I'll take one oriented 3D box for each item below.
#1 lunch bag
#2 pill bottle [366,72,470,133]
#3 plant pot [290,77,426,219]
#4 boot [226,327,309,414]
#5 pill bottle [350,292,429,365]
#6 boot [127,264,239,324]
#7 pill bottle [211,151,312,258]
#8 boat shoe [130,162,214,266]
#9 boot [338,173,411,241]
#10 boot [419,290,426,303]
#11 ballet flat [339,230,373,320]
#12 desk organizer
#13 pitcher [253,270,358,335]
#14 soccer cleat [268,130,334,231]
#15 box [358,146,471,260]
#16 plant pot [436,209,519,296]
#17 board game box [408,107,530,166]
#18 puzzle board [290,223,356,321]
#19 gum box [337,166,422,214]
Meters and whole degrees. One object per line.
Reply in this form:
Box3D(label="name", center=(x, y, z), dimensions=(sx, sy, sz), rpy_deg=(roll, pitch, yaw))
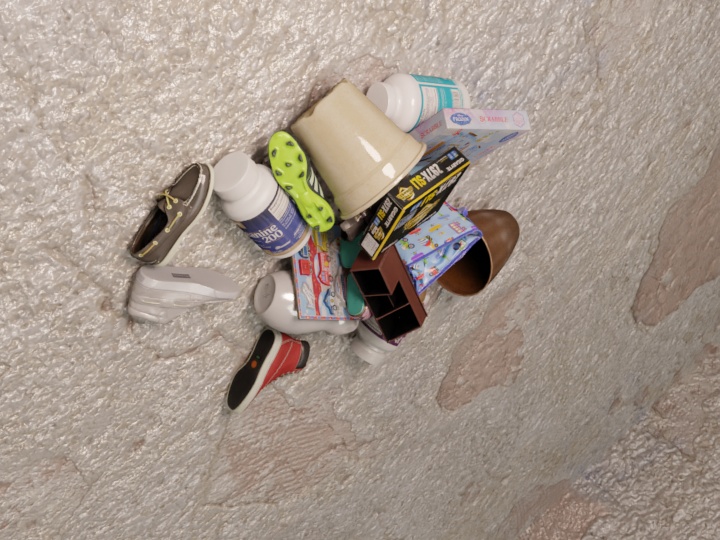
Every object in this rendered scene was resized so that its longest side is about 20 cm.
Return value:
Box3D(label="lunch bag", center=(0.139, -0.074, 1.544), dimensions=(0.199, 0.150, 0.095), rpy_deg=(-36, 138, -13))
Box3D(label="pill bottle", center=(0.107, -0.315, 1.434), dimensions=(0.198, 0.111, 0.112), rpy_deg=(-5, 123, -38))
Box3D(label="plant pot", center=(-0.016, -0.225, 1.322), dimensions=(0.200, 0.200, 0.184), rpy_deg=(-43, 104, -6))
Box3D(label="boot", center=(-0.190, 0.229, 1.620), dimensions=(0.144, 0.072, 0.201), rpy_deg=(28, 97, -49))
Box3D(label="pill bottle", center=(0.062, 0.111, 1.714), dimensions=(0.112, 0.112, 0.201), rpy_deg=(22, 105, -47))
Box3D(label="boot", center=(-0.324, 0.049, 1.377), dimensions=(0.198, 0.074, 0.096), rpy_deg=(10, 119, -35))
Box3D(label="pill bottle", center=(-0.177, -0.116, 1.338), dimensions=(0.111, 0.111, 0.200), rpy_deg=(-45, 139, -3))
Box3D(label="boat shoe", center=(-0.315, -0.096, 1.264), dimensions=(0.060, 0.072, 0.202), rpy_deg=(17, 110, -50))
Box3D(label="boot", center=(0.028, -0.121, 1.445), dimensions=(0.174, 0.069, 0.200), rpy_deg=(-42, 171, 2))
Box3D(label="boot", center=(0.047, 0.022, 1.622), dimensions=(0.198, 0.074, 0.076), rpy_deg=(16, 87, -2))
Box3D(label="ballet flat", center=(0.000, 0.000, 1.505), dimensions=(0.071, 0.068, 0.203), rpy_deg=(14, 68, -60))
Box3D(label="desk organizer", center=(0.056, 0.045, 1.462), dimensions=(0.201, 0.071, 0.077), rpy_deg=(63, 38, -33))
Box3D(label="pitcher", center=(-0.127, 0.082, 1.535), dimensions=(0.199, 0.123, 0.171), rpy_deg=(20, 146, -37))
Box3D(label="soccer cleat", center=(-0.107, -0.157, 1.323), dimensions=(0.067, 0.081, 0.201), rpy_deg=(-27, 118, 1))
Box3D(label="box", center=(0.098, -0.123, 1.370), dimensions=(0.199, 0.049, 0.160), rpy_deg=(-37, 165, -36))
Box3D(label="plant pot", center=(0.276, -0.066, 1.738), dimensions=(0.199, 0.186, 0.189), rpy_deg=(-29, 137, -41))
Box3D(label="board game box", center=(0.184, -0.250, 1.438), dimensions=(0.197, 0.199, 0.042), rpy_deg=(-5, 80, -31))
Box3D(label="puzzle board", center=(-0.072, -0.002, 1.484), dimensions=(0.150, 0.017, 0.203), rpy_deg=(5, 73, -42))
Box3D(label="gum box", center=(0.067, -0.129, 1.589), dimensions=(0.200, 0.045, 0.170), rpy_deg=(-42, 138, -8))
